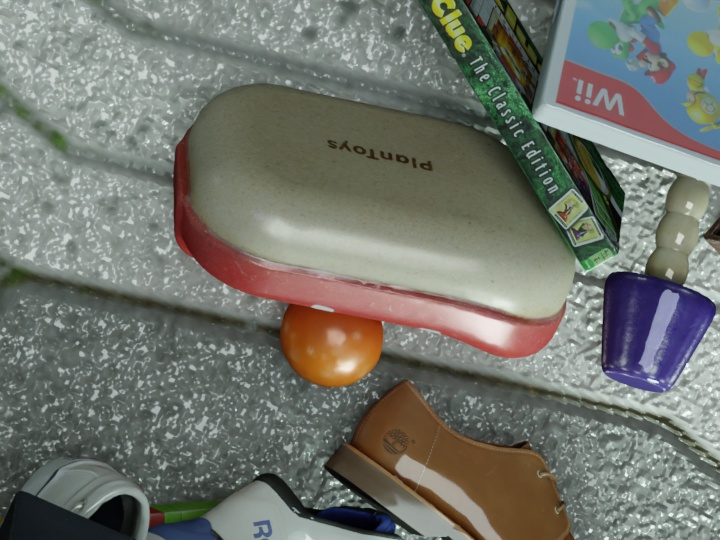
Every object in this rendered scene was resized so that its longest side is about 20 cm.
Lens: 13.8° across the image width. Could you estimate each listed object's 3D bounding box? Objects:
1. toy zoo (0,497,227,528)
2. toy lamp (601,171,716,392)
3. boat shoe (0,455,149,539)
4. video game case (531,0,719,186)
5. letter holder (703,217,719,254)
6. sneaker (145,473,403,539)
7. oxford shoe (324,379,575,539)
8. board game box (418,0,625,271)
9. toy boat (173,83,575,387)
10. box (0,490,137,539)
[{"bbox_3d":[-0.146,0.182,1.425,0.200,0.020,0.131,-2,96,-29],"label":"toy zoo"},{"bbox_3d":[0.163,-0.039,1.456,0.058,0.058,0.200,19,82,-13],"label":"toy lamp"},{"bbox_3d":[-0.155,0.182,1.369,0.072,0.066,0.200,36,78,-27],"label":"boat shoe"},{"bbox_3d":[0.167,-0.134,1.428,0.143,0.017,0.200,19,60,-9],"label":"video game case"},{"bbox_3d":[0.289,0.022,1.464,0.200,0.142,0.101,44,86,-13],"label":"letter holder"},{"bbox_3d":[-0.017,0.178,1.441,0.115,0.081,0.200,-38,114,-23],"label":"sneaker"},{"bbox_3d":[0.082,0.128,1.473,0.200,0.071,0.071,38,81,-13],"label":"oxford shoe"},{"bbox_3d":[0.067,-0.101,1.425,0.023,0.105,0.200,-30,102,12],"label":"board game box"},{"bbox_3d":[0.000,0.000,1.429,0.200,0.131,0.131,12,124,-12],"label":"toy boat"},{"bbox_3d":[-0.098,0.227,1.296,0.200,0.104,0.182,25,104,-10],"label":"box"}]
